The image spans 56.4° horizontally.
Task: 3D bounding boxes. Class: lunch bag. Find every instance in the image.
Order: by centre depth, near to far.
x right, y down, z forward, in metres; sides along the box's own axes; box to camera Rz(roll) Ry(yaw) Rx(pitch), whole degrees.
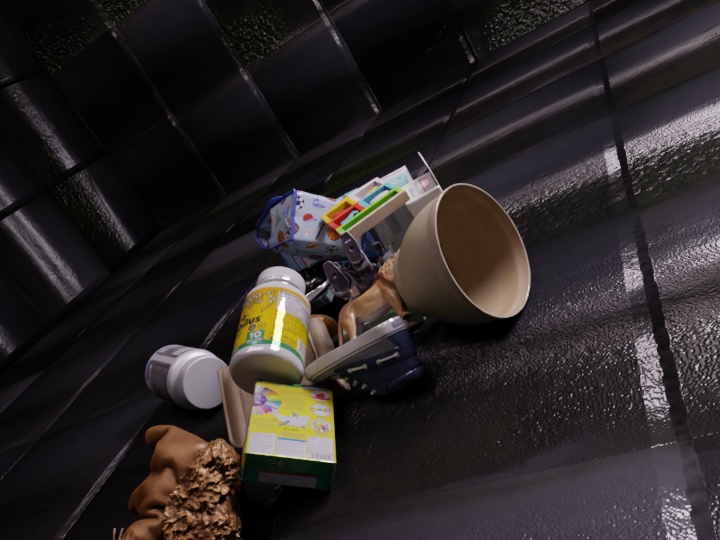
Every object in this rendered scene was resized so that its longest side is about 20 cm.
[{"bbox_3d":[-0.102,-0.081,1.339,0.200,0.169,0.125,-20,62,60],"label":"lunch bag"}]

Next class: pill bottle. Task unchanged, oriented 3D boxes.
[{"bbox_3d":[-0.138,0.091,1.070,0.112,0.113,0.201,-24,37,23],"label":"pill bottle"},{"bbox_3d":[-0.330,0.205,1.291,0.114,0.114,0.200,-42,21,-27],"label":"pill bottle"}]

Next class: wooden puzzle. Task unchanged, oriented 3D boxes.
[{"bbox_3d":[-0.126,0.180,1.084,0.199,0.037,0.185,-27,39,-1],"label":"wooden puzzle"}]

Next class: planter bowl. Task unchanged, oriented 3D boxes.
[{"bbox_3d":[0.132,-0.006,0.980,0.134,0.200,0.200,-29,16,43],"label":"planter bowl"}]

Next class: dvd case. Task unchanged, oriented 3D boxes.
[{"bbox_3d":[-0.128,0.061,1.344,0.199,0.022,0.146,-25,19,22],"label":"dvd case"}]

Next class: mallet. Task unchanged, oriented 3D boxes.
[{"bbox_3d":[-0.011,0.025,1.359,0.066,0.041,0.200,-42,6,22],"label":"mallet"}]

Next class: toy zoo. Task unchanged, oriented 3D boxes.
[{"bbox_3d":[0.000,-0.111,1.183,0.131,0.021,0.200,-36,21,-5],"label":"toy zoo"}]

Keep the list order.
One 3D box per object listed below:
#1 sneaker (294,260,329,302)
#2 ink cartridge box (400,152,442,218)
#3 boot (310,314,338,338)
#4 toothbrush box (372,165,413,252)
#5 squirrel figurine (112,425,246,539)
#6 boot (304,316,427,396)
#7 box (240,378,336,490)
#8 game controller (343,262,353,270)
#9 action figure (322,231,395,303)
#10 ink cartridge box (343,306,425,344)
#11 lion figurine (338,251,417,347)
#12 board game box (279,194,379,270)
[{"bbox_3d":[-0.124,0.022,1.255,0.075,0.088,0.200,-17,22,42],"label":"sneaker"},{"bbox_3d":[0.129,-0.097,1.177,0.067,0.201,0.117,-29,19,8],"label":"ink cartridge box"},{"bbox_3d":[-0.133,0.163,1.174,0.200,0.071,0.144,-25,26,30],"label":"boot"},{"bbox_3d":[0.085,-0.104,1.351,0.085,0.147,0.200,-26,18,15],"label":"toothbrush box"},{"bbox_3d":[-0.234,0.310,0.852,0.199,0.142,0.187,-17,30,44],"label":"squirrel figurine"},{"bbox_3d":[0.001,0.146,0.958,0.073,0.091,0.200,-15,-14,-48],"label":"boot"},{"bbox_3d":[-0.095,0.212,0.911,0.117,0.049,0.200,9,21,-6],"label":"box"},{"bbox_3d":[-0.094,0.052,1.389,0.200,0.042,0.104,-46,7,-33],"label":"game controller"},{"bbox_3d":[0.000,0.000,1.125,0.130,0.069,0.200,-44,-17,4],"label":"action figure"},{"bbox_3d":[0.045,0.051,1.185,0.145,0.048,0.200,-27,22,18],"label":"ink cartridge box"},{"bbox_3d":[0.020,0.058,1.054,0.199,0.072,0.123,-32,54,9],"label":"lion figurine"},{"bbox_3d":[-0.079,-0.057,1.485,0.199,0.152,0.037,-24,19,22],"label":"board game box"}]
